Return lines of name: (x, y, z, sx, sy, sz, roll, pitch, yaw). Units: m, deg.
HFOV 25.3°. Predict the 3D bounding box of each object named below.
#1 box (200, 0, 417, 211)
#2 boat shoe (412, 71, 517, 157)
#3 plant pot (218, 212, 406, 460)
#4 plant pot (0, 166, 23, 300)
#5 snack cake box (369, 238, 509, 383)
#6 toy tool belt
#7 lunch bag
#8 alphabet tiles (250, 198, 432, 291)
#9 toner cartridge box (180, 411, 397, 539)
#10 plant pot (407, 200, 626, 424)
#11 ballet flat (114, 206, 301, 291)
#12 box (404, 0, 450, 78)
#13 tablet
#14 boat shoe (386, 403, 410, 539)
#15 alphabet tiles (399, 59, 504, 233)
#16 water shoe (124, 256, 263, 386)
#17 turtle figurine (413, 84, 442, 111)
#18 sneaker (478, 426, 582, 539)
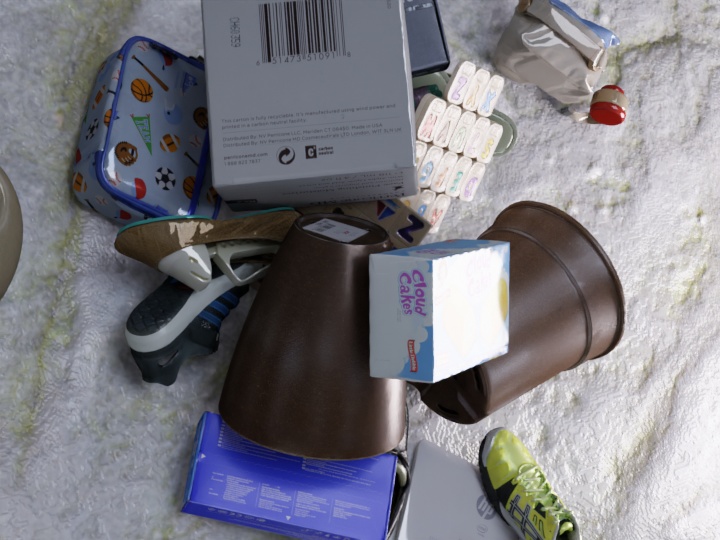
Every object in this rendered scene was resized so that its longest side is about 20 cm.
box: (-0.048, -0.173, 1.578, 0.198, 0.131, 0.201, -5, 81, 3)
boat shoe: (0.091, -0.198, 1.876, 0.201, 0.061, 0.072, 32, 95, -19)
plant pot: (-0.034, 0.053, 1.552, 0.187, 0.187, 0.201, -6, 114, -37)
plant pot: (-0.382, -0.044, 1.425, 0.200, 0.134, 0.201, 13, 66, -31)
snack cake box: (0.078, 0.034, 1.531, 0.200, 0.067, 0.115, -13, 105, -64)
toy tool belt: (0.266, -0.279, 1.992, 0.200, 0.125, 0.123, 28, 67, -25)
lunch bag: (-0.200, -0.134, 1.631, 0.160, 0.075, 0.201, 26, 60, -28)
alphabet tiles: (0.000, 0.000, 1.651, 0.200, 0.167, 0.008, 37, 11, 4)
toner cartridge box: (-0.069, 0.209, 1.574, 0.199, 0.043, 0.095, 15, 62, -10)
plant pot: (0.151, 0.056, 1.745, 0.198, 0.200, 0.201, -33, 93, -32)
ballet flat: (-0.139, -0.017, 1.569, 0.199, 0.068, 0.073, -5, 64, -31)
box: (-0.016, -0.274, 1.739, 0.199, 0.051, 0.158, -13, 87, -1)
tablet: (0.130, 0.279, 1.750, 0.200, 0.014, 0.130, 30, 57, -24)
boat shoe: (0.023, 0.212, 1.663, 0.072, 0.066, 0.201, 30, 58, -23)
alphabet tiles: (0.099, -0.134, 1.783, 0.200, 0.015, 0.196, 11, 106, -62)
water shoe: (-0.165, 0.043, 1.603, 0.200, 0.071, 0.079, -40, 132, -46)
turtle figurine: (0.007, -0.150, 1.725, 0.101, 0.150, 0.200, 39, 30, 29)
sneaker: (0.198, 0.259, 1.749, 0.075, 0.076, 0.200, -25, 87, -38)
